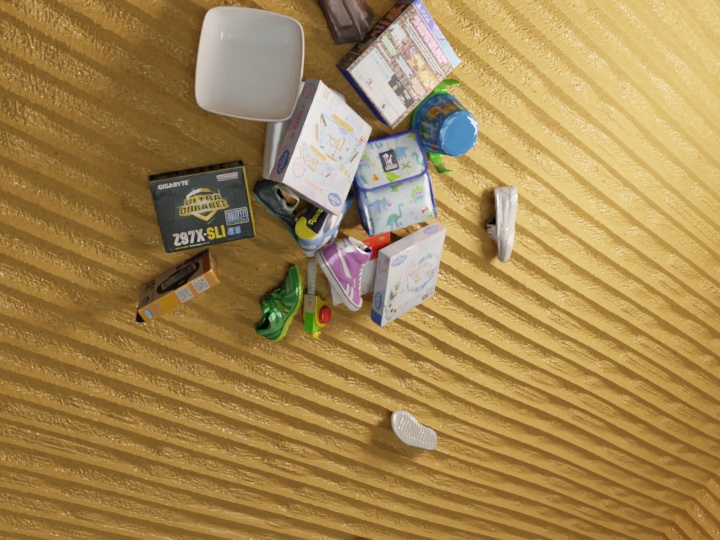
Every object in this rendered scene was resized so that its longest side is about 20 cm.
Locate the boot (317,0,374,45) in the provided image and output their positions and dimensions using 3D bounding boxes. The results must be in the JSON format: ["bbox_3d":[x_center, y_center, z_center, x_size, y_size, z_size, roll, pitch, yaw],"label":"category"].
[{"bbox_3d":[-0.013,-0.565,1.121,0.184,0.065,0.201,-30,117,12],"label":"boot"}]

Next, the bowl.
[{"bbox_3d":[-0.205,-0.383,1.100,0.195,0.075,0.205,7,92,-2],"label":"bowl"}]

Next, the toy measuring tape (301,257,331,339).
[{"bbox_3d":[-0.104,0.065,1.398,0.072,0.073,0.205,1,97,-18],"label":"toy measuring tape"}]

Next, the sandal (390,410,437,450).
[{"bbox_3d":[0.145,0.471,1.666,0.049,0.084,0.202,-19,134,43],"label":"sandal"}]

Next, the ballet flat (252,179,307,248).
[{"bbox_3d":[-0.153,-0.126,1.277,0.073,0.073,0.201,-39,117,3],"label":"ballet flat"}]

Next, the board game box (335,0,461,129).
[{"bbox_3d":[0.077,-0.429,1.196,0.200,0.097,0.159,-42,120,5],"label":"board game box"}]

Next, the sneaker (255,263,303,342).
[{"bbox_3d":[-0.191,0.079,1.360,0.082,0.074,0.203,15,109,-28],"label":"sneaker"}]

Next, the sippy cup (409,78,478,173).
[{"bbox_3d":[0.191,-0.313,1.269,0.139,0.131,0.179,-38,119,2],"label":"sippy cup"}]

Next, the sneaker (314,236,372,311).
[{"bbox_3d":[-0.011,0.008,1.273,0.113,0.073,0.202,-30,139,0],"label":"sneaker"}]

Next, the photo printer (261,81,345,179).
[{"bbox_3d":[-0.117,-0.287,1.207,0.163,0.069,0.204,2,107,-19],"label":"photo printer"}]

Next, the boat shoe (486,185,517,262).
[{"bbox_3d":[0.352,-0.114,1.456,0.067,0.073,0.204,1,123,5],"label":"boat shoe"}]

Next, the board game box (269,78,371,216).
[{"bbox_3d":[-0.073,-0.235,1.141,0.199,0.041,0.203,26,83,-56],"label":"board game box"}]

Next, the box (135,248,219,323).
[{"bbox_3d":[-0.402,0.036,1.245,0.197,0.119,0.042,-28,120,-4],"label":"box"}]

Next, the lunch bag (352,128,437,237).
[{"bbox_3d":[0.068,-0.198,1.293,0.167,0.128,0.204,-16,107,-7],"label":"lunch bag"}]

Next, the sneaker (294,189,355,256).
[{"bbox_3d":[-0.078,-0.112,1.275,0.201,0.073,0.083,-52,151,-36],"label":"sneaker"}]

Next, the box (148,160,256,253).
[{"bbox_3d":[-0.332,-0.135,1.229,0.196,0.049,0.163,-11,119,-13],"label":"box"}]

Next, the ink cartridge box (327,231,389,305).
[{"bbox_3d":[0.000,0.000,1.342,0.159,0.058,0.201,-19,160,-9],"label":"ink cartridge box"}]

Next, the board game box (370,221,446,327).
[{"bbox_3d":[0.114,0.008,1.376,0.198,0.043,0.202,-27,138,-37],"label":"board game box"}]
